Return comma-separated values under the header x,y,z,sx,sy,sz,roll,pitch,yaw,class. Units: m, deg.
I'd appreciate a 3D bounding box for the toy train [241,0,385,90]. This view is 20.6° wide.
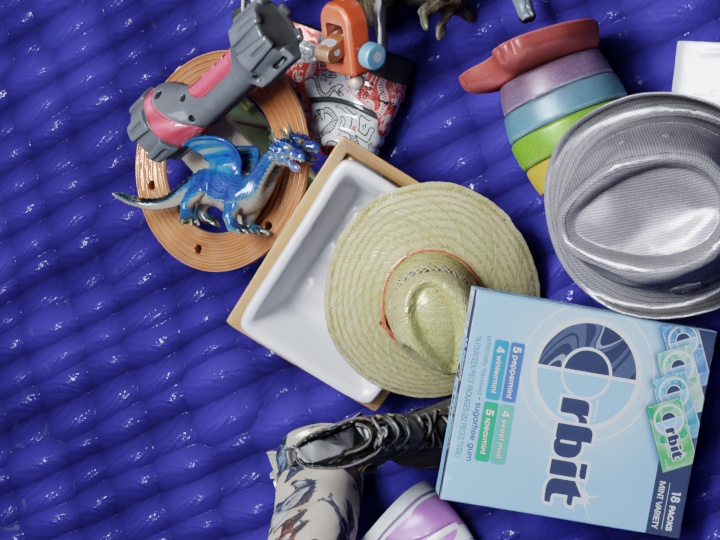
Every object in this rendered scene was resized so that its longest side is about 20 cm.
x,y,z,sx,sy,sz,roll,pitch,yaw,class
-0.064,-0.238,1.714,0.199,0.055,0.151,27,131,43,toy train

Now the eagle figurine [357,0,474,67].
x,y,z,sx,sy,sz,roll,pitch,yaw,class
0.014,-0.285,1.747,0.199,0.151,0.153,34,117,19,eagle figurine

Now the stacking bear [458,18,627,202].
x,y,z,sx,sy,sz,roll,pitch,yaw,class
0.179,-0.094,1.633,0.202,0.113,0.121,70,158,4,stacking bear

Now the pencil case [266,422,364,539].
x,y,z,sx,sy,sz,roll,pitch,yaw,class
-0.047,0.224,1.729,0.089,0.201,0.078,-19,122,19,pencil case

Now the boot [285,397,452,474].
x,y,z,sx,sy,sz,roll,pitch,yaw,class
0.058,0.137,1.663,0.199,0.174,0.070,-22,76,32,boot

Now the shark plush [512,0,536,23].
x,y,z,sx,sy,sz,roll,pitch,yaw,class
0.107,-0.305,1.704,0.090,0.083,0.202,-9,83,33,shark plush

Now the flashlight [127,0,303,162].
x,y,z,sx,sy,sz,roll,pitch,yaw,class
-0.128,-0.168,1.729,0.200,0.067,0.068,-39,35,43,flashlight

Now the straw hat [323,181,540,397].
x,y,z,sx,sy,sz,roll,pitch,yaw,class
0.062,0.036,1.650,0.202,0.200,0.085,-58,17,18,straw hat

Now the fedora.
x,y,z,sx,sy,sz,roll,pitch,yaw,class
0.220,-0.044,1.513,0.198,0.090,0.179,-2,99,25,fedora

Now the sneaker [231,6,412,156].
x,y,z,sx,sy,sz,roll,pitch,yaw,class
-0.052,-0.169,1.817,0.200,0.067,0.109,22,98,30,sneaker

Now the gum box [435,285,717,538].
x,y,z,sx,sy,sz,roll,pitch,yaw,class
0.173,0.114,1.599,0.198,0.045,0.172,9,94,-4,gum box

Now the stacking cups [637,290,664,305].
x,y,z,sx,sy,sz,roll,pitch,yaw,class
0.277,-0.063,1.559,0.060,0.060,0.201,37,108,30,stacking cups

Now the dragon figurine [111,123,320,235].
x,y,z,sx,sy,sz,roll,pitch,yaw,class
-0.123,-0.087,1.754,0.199,0.059,0.100,10,94,33,dragon figurine

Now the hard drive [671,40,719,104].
x,y,z,sx,sy,sz,roll,pitch,yaw,class
0.306,-0.080,1.593,0.131,0.026,0.202,7,92,34,hard drive

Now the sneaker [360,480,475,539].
x,y,z,sx,sy,sz,roll,pitch,yaw,class
0.029,0.295,1.741,0.114,0.072,0.201,48,113,23,sneaker

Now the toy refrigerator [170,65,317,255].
x,y,z,sx,sy,sz,roll,pitch,yaw,class
-0.105,-0.103,1.846,0.200,0.076,0.070,48,113,27,toy refrigerator

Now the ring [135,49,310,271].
x,y,z,sx,sy,sz,roll,pitch,yaw,class
-0.124,-0.099,1.802,0.199,0.019,0.203,-2,87,35,ring

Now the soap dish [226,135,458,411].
x,y,z,sx,sy,sz,roll,pitch,yaw,class
0.000,0.000,1.732,0.157,0.081,0.201,31,108,-7,soap dish
